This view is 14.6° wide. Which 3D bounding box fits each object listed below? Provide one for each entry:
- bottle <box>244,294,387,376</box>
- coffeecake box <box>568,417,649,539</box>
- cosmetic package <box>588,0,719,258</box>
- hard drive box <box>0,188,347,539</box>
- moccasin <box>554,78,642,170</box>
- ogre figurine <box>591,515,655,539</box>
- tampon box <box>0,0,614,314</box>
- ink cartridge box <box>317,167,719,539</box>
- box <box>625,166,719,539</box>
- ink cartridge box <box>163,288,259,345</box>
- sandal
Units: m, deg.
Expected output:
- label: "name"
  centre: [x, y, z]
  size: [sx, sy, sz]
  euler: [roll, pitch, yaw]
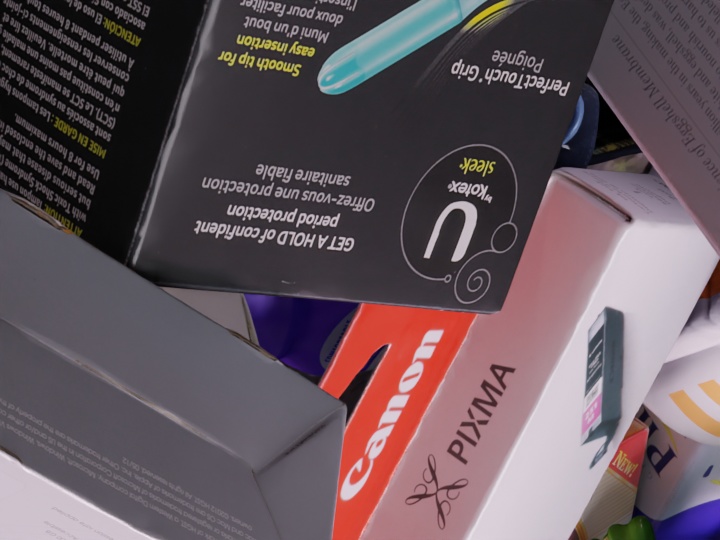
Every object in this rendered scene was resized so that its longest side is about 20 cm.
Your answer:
- label: "bottle"
  centre: [0.000, 0.000, 1.072]
  size: [0.199, 0.065, 0.084]
  euler: [-6, 143, -33]
- label: "coffeecake box"
  centre: [0.019, 0.145, 1.161]
  size: [0.200, 0.073, 0.154]
  euler: [-27, 137, -38]
- label: "cosmetic package"
  centre: [0.173, -0.121, 0.938]
  size: [0.123, 0.200, 0.200]
  euler: [15, 125, -46]
- label: "hard drive box"
  centre: [-0.129, 0.067, 0.795]
  size: [0.200, 0.077, 0.156]
  euler: [-26, 133, 38]
- label: "moccasin"
  centre: [0.061, -0.061, 1.000]
  size: [0.200, 0.068, 0.081]
  euler: [-22, 155, -43]
- label: "ogre figurine"
  centre: [0.148, 0.134, 1.133]
  size: [0.120, 0.098, 0.200]
  euler: [-38, -171, 17]
- label: "tampon box"
  centre: [-0.016, -0.105, 0.825]
  size: [0.150, 0.126, 0.201]
  euler: [6, 109, -41]
- label: "ink cartridge box"
  centre: [0.037, 0.058, 0.982]
  size: [0.173, 0.043, 0.200]
  euler: [-1, 121, -61]
- label: "box"
  centre: [0.203, 0.011, 1.208]
  size: [0.183, 0.105, 0.200]
  euler: [-5, 138, -32]
- label: "ink cartridge box"
  centre: [-0.140, 0.079, 0.989]
  size: [0.146, 0.083, 0.200]
  euler: [5, 151, -36]
- label: "sandal"
  centre: [0.130, 0.037, 1.090]
  size: [0.206, 0.059, 0.079]
  euler: [-25, -168, 43]
